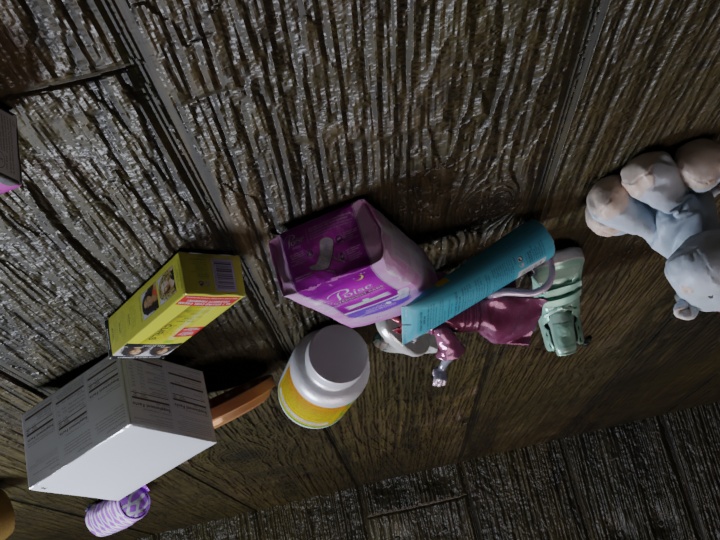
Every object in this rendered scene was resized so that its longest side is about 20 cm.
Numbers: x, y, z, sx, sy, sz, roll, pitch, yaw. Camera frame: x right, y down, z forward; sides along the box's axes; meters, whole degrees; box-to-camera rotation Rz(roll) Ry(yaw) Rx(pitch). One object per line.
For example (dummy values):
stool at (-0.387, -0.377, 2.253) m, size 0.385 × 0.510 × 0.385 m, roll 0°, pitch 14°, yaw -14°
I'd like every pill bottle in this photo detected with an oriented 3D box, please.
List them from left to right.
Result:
pill bottle at (-0.049, 0.147, 1.325) m, size 0.111 × 0.112 × 0.200 m, roll -7°, pitch 160°, yaw -16°

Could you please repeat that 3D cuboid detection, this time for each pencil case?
pencil case at (-0.553, 0.548, 2.153) m, size 0.200 × 0.084 × 0.085 m, roll -30°, pitch -170°, yaw 44°

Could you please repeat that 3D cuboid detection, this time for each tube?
tube at (0.127, 0.013, 1.056) m, size 0.200 × 0.050 × 0.078 m, roll -32°, pitch 144°, yaw -18°

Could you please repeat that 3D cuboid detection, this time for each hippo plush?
hippo plush at (0.339, -0.027, 1.026) m, size 0.159 × 0.161 × 0.200 m, roll -19°, pitch 160°, yaw 15°

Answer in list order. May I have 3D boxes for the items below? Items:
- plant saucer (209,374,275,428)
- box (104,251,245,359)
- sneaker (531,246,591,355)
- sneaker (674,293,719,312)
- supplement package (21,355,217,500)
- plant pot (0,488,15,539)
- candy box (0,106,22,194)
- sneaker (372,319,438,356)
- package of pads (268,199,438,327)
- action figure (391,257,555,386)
plant saucer at (-0.217, 0.211, 1.404) m, size 0.200 × 0.032 × 0.200 m, roll -24°, pitch 180°, yaw 0°
box at (-0.205, 0.042, 1.026) m, size 0.075 × 0.050 × 0.200 m, roll 4°, pitch 154°, yaw -38°
sneaker at (0.271, 0.046, 1.249) m, size 0.073 × 0.119 × 0.200 m, roll -13°, pitch 159°, yaw 5°
sneaker at (0.601, 0.045, 1.501) m, size 0.199 × 0.096 × 0.079 m, roll -9°, pitch 162°, yaw -9°
supplement package at (-0.322, 0.211, 1.260) m, size 0.200 × 0.111 × 0.156 m, roll -32°, pitch 147°, yaw 24°
plant pot at (-0.735, 0.468, 1.699) m, size 0.186 × 0.187 × 0.200 m, roll -31°, pitch 167°, yaw 40°
candy box at (-0.329, -0.085, 0.580) m, size 0.136 × 0.061 × 0.200 m, roll -19°, pitch 159°, yaw 17°
sneaker at (0.051, 0.089, 1.307) m, size 0.088 × 0.076 × 0.200 m, roll -9°, pitch 165°, yaw 23°
package of pads at (0.000, 0.000, 1.010) m, size 0.120 × 0.076 × 0.200 m, roll -23°, pitch 159°, yaw 15°
action figure at (0.134, 0.054, 1.158) m, size 0.199 × 0.134 × 0.149 m, roll -9°, pitch 160°, yaw -20°
